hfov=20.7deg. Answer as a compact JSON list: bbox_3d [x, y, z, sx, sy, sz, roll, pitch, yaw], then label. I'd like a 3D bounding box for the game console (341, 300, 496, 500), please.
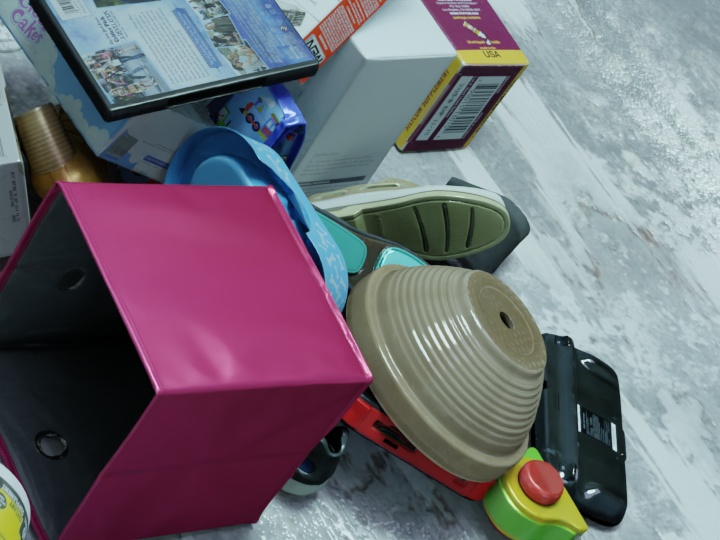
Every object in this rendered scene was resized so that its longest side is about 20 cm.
[{"bbox_3d":[0.027,0.099,1.665,0.199,0.031,0.177,35,19,-34],"label":"game console"}]

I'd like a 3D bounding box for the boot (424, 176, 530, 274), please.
[{"bbox_3d":[0.115,0.006,1.862,0.164,0.066,0.200,37,34,3],"label":"boot"}]

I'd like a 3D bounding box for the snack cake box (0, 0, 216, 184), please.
[{"bbox_3d":[-0.216,-0.172,1.646,0.200,0.067,0.115,53,16,27],"label":"snack cake box"}]

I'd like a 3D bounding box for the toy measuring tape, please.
[{"bbox_3d":[0.156,0.225,1.663,0.073,0.074,0.201,-3,53,-40],"label":"toy measuring tape"}]

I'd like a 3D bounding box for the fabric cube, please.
[{"bbox_3d":[-0.150,0.069,1.476,0.198,0.200,0.197,-2,51,-42],"label":"fabric cube"}]

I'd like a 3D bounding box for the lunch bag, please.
[{"bbox_3d":[-0.121,-0.127,1.697,0.094,0.200,0.151,-8,55,-43],"label":"lunch bag"}]

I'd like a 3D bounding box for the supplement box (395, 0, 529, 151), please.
[{"bbox_3d":[0.060,-0.240,2.016,0.103,0.131,0.201,-6,54,-42],"label":"supplement box"}]

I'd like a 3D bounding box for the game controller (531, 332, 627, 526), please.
[{"bbox_3d":[0.201,0.145,1.815,0.104,0.042,0.201,36,35,-26],"label":"game controller"}]

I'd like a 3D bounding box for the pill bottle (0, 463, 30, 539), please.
[{"bbox_3d":[-0.289,0.219,1.280,0.111,0.112,0.201,26,40,-14],"label":"pill bottle"}]

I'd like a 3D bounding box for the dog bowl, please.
[{"bbox_3d":[-0.082,-0.024,1.596,0.049,0.111,0.201,-1,53,-54],"label":"dog bowl"}]

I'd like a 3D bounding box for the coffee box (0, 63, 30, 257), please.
[{"bbox_3d":[-0.322,-0.119,1.587,0.079,0.114,0.201,-11,53,-12],"label":"coffee box"}]

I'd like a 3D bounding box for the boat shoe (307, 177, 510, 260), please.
[{"bbox_3d":[0.035,-0.053,1.793,0.198,0.075,0.069,-3,35,0],"label":"boat shoe"}]

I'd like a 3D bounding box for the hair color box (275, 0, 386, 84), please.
[{"bbox_3d":[-0.023,-0.273,1.706,0.111,0.200,0.064,43,-8,24],"label":"hair color box"}]

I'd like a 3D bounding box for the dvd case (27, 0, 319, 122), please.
[{"bbox_3d":[-0.149,-0.192,1.591,0.199,0.018,0.143,-16,57,-32],"label":"dvd case"}]

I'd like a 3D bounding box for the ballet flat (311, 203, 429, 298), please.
[{"bbox_3d":[0.000,0.000,1.747,0.199,0.073,0.073,30,37,-17],"label":"ballet flat"}]

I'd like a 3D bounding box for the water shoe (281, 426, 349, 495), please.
[{"bbox_3d":[-0.075,0.087,1.612,0.071,0.079,0.200,-16,62,-47],"label":"water shoe"}]

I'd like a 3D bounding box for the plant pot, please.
[{"bbox_3d":[0.088,0.066,1.632,0.200,0.093,0.202,37,30,-26],"label":"plant pot"}]

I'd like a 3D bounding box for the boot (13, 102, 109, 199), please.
[{"bbox_3d":[-0.237,-0.070,1.658,0.201,0.070,0.145,-84,151,-83],"label":"boot"}]

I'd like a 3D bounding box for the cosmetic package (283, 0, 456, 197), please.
[{"bbox_3d":[-0.045,-0.202,1.836,0.122,0.200,0.200,-7,55,-43],"label":"cosmetic package"}]
